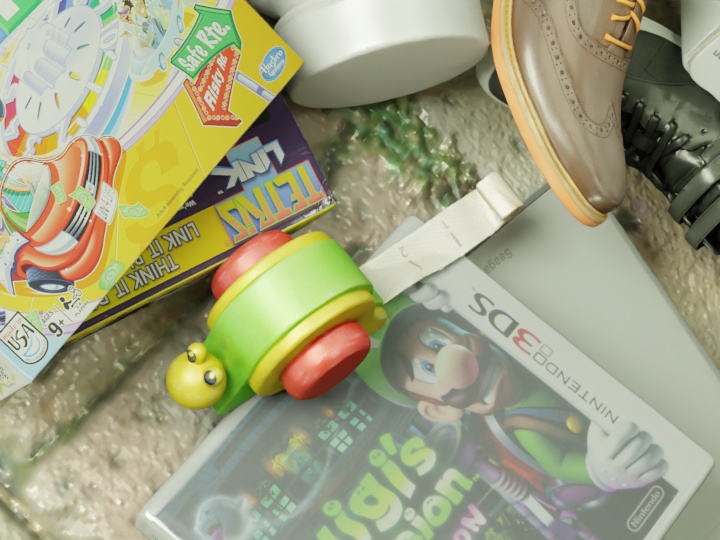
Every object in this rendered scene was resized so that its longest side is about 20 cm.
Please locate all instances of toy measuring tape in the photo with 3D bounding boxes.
[{"bbox_3d":[0.000,0.000,0.898,0.200,0.074,0.074,-32,92,-26],"label":"toy measuring tape"}]

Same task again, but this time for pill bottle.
[{"bbox_3d":[-0.011,-0.184,0.970,0.114,0.114,0.200,-7,78,-35],"label":"pill bottle"}]

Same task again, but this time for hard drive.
[{"bbox_3d":[0.120,0.063,1.021,0.132,0.026,0.200,-38,96,-36],"label":"hard drive"}]

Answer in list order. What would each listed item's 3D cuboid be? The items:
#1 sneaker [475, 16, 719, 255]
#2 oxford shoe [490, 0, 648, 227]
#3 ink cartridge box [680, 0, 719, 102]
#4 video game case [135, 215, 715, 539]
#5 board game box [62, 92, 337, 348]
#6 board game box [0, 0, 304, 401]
[{"bbox_3d":[0.152,-0.065,1.045,0.200,0.071,0.099,12,45,-33],"label":"sneaker"},{"bbox_3d":[0.103,-0.121,0.962,0.071,0.073,0.200,10,68,-62],"label":"oxford shoe"},{"bbox_3d":[0.245,-0.144,1.100,0.145,0.083,0.200,35,34,-19],"label":"ink cartridge box"},{"bbox_3d":[0.033,0.097,0.911,0.182,0.023,0.200,39,61,6],"label":"video game case"},{"bbox_3d":[-0.129,-0.058,0.884,0.200,0.057,0.166,-27,91,-37],"label":"board game box"},{"bbox_3d":[-0.127,-0.065,0.832,0.134,0.034,0.200,45,55,-12],"label":"board game box"}]
